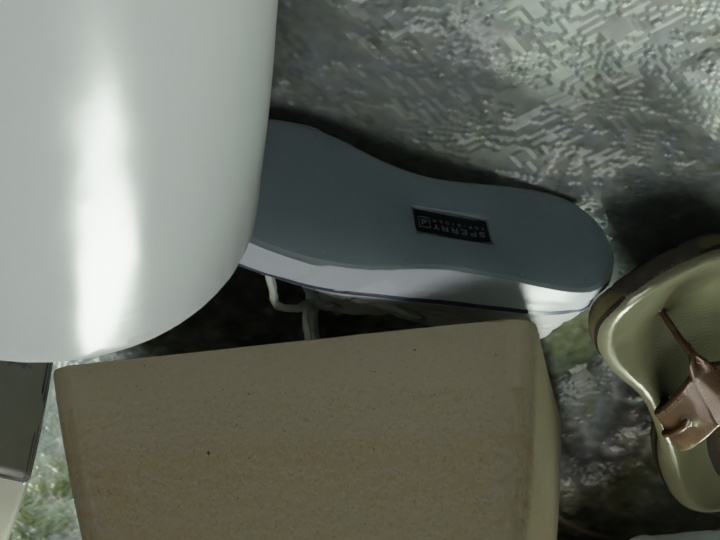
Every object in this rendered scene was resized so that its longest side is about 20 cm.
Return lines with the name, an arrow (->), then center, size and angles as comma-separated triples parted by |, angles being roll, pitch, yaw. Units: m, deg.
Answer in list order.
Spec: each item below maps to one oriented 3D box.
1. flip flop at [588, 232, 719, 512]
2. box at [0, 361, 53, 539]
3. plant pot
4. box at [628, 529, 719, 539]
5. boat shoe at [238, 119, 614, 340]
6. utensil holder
flip flop -> 0.158, 0.056, 0.807 | 0.081, 0.058, 0.200 | -28, 137, -3
box -> -0.208, 0.120, 0.884 | 0.068, 0.082, 0.200 | 15, 134, -13
plant pot -> -0.008, 0.140, 0.782 | 0.199, 0.178, 0.200 | -7, 162, 7
box -> 0.128, 0.225, 0.951 | 0.112, 0.102, 0.200 | 3, 146, -44
boat shoe -> 0.000, -0.004, 0.759 | 0.201, 0.075, 0.086 | 9, 142, -23
utensil holder -> -0.108, -0.092, 0.590 | 0.169, 0.170, 0.200 | 4, 141, -3
